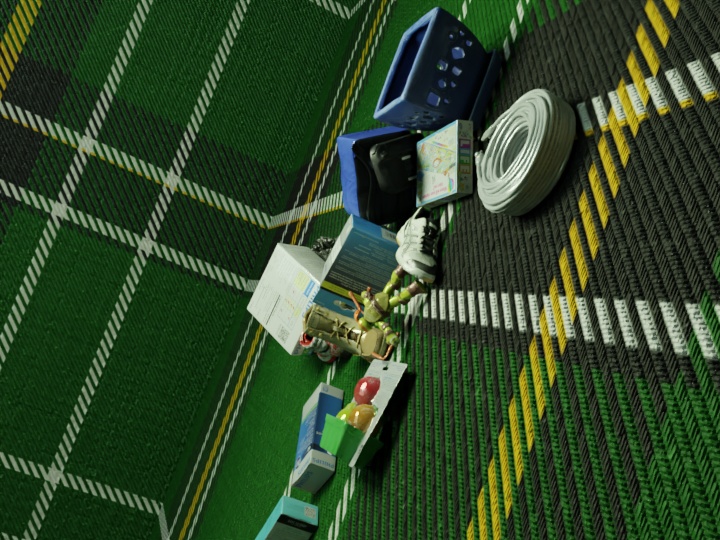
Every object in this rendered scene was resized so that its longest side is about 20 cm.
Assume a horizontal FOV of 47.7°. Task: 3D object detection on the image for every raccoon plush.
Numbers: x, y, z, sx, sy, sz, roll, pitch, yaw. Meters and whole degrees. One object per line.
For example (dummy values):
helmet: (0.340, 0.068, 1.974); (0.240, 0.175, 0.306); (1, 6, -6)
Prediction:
raccoon plush: (-0.050, -0.031, 2.127); (0.200, 0.133, 0.097); (-39, -24, -42)

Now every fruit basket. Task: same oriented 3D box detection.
fruit basket: (0.013, 0.258, 1.485); (0.201, 0.093, 0.185); (-56, 13, -14)

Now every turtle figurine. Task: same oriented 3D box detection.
turtle figurine: (0.041, 0.058, 1.547); (0.161, 0.064, 0.201); (-46, 38, 14)

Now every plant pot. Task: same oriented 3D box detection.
plant pot: (0.159, -0.373, 1.627); (0.202, 0.178, 0.200); (-68, 15, -5)

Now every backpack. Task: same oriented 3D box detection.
backpack: (0.034, -0.208, 1.801); (0.168, 0.161, 0.203); (-146, 46, -65)

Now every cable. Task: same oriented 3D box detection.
cable: (0.252, -0.178, 1.257); (0.200, 0.069, 0.202); (-48, 26, 49)

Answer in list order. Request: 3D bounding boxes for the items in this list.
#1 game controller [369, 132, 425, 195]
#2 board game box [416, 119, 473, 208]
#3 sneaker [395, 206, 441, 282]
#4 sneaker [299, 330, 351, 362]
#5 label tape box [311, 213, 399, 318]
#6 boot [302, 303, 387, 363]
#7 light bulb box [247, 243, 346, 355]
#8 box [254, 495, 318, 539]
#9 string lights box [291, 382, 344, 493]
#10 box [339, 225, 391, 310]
game controller: (0.089, -0.221, 1.677); (0.042, 0.199, 0.106); (-3, 104, 38)
board game box: (0.160, -0.202, 1.585); (0.200, 0.034, 0.136); (170, 102, -72)
sneaker: (0.115, -0.056, 1.544); (0.088, 0.075, 0.201); (-56, 21, 23)
sneaker: (-0.093, 0.164, 1.886); (0.201, 0.107, 0.068); (-20, 49, 70)
label tape box: (0.000, 0.000, 1.727); (0.201, 0.142, 0.066); (-60, 17, 27)
boot: (-0.033, 0.124, 1.648); (0.074, 0.154, 0.200); (-67, 16, -2)
light bulb box: (-0.147, 0.072, 2.004); (0.200, 0.124, 0.200); (41, 112, 34)
box: (-0.163, 0.547, 1.650); (0.201, 0.082, 0.049); (-59, 17, 28)
string lights box: (-0.089, 0.350, 1.713); (0.103, 0.058, 0.201); (-55, 20, 41)
box: (0.012, -0.010, 1.851); (0.070, 0.064, 0.202); (-44, 29, 56)
